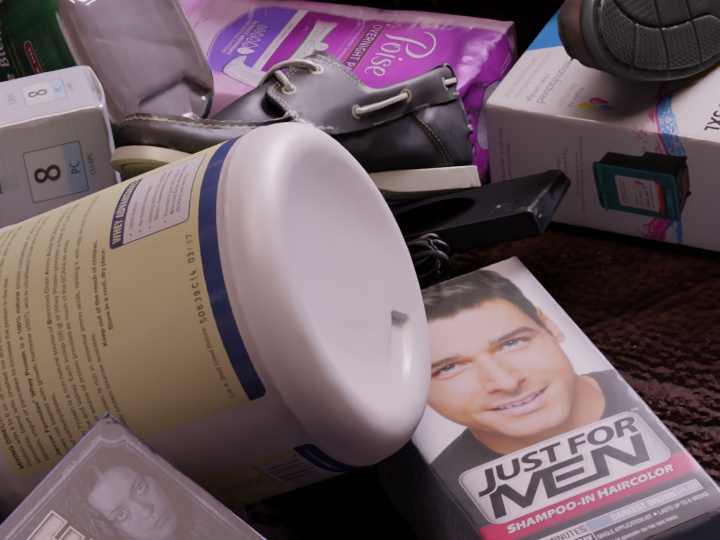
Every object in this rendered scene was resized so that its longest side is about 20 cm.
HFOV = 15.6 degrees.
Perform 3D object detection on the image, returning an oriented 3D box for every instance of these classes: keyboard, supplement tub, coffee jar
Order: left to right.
[{"bbox_3d":[-0.169,-0.080,1.284,0.199,0.105,0.085,-22,8,44],"label":"coffee jar"},{"bbox_3d":[-0.086,0.035,1.103,0.199,0.145,0.145,-19,30,24],"label":"supplement tub"},{"bbox_3d":[0.000,0.000,1.246,0.199,0.040,0.104,-12,14,23],"label":"keyboard"}]

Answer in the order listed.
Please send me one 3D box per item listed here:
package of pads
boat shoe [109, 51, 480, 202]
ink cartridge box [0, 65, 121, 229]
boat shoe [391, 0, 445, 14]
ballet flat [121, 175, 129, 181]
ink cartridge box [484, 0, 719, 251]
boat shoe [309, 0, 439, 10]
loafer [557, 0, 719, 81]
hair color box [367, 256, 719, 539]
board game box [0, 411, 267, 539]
[{"bbox_3d":[-0.026,-0.085,1.355,0.199,0.076,0.121,9,38,20],"label":"package of pads"},{"bbox_3d":[-0.031,-0.065,1.190,0.199,0.068,0.072,-2,-1,-40],"label":"boat shoe"},{"bbox_3d":[-0.201,0.005,1.189,0.199,0.161,0.047,-14,35,-9],"label":"ink cartridge box"},{"bbox_3d":[0.027,-0.166,1.368,0.198,0.075,0.063,-3,80,7],"label":"boat shoe"},{"bbox_3d":[-0.088,-0.017,1.252,0.067,0.047,0.200,24,0,-24],"label":"ballet flat"},{"bbox_3d":[0.175,-0.069,1.304,0.199,0.068,0.116,11,38,23],"label":"ink cartridge box"},{"bbox_3d":[0.034,-0.187,1.492,0.199,0.065,0.072,-22,81,-37],"label":"boat shoe"},{"bbox_3d":[0.158,-0.140,1.306,0.063,0.072,0.199,0,21,46],"label":"loafer"},{"bbox_3d":[0.069,0.081,1.124,0.098,0.061,0.200,-19,37,-16],"label":"hair color box"},{"bbox_3d":[-0.109,0.168,0.968,0.135,0.035,0.200,36,68,14],"label":"board game box"}]
